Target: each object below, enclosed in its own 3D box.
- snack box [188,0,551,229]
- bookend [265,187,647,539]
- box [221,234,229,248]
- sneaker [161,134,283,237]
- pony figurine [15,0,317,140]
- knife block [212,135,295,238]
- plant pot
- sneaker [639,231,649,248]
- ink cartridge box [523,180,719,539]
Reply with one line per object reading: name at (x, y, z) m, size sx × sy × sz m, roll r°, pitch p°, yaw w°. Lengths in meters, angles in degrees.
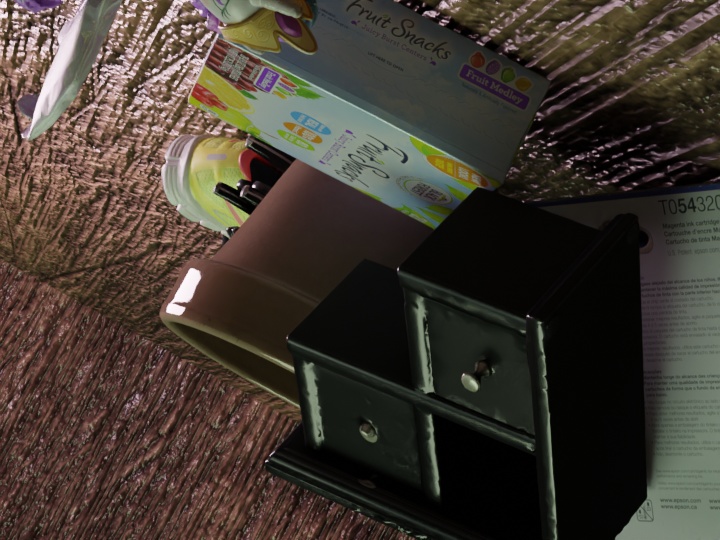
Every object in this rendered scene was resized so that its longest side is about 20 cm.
snack box at (-0.001, -0.097, 1.397) m, size 0.168 × 0.068 × 0.200 m, roll 27°, pitch 172°, yaw -6°
bookend at (0.043, 0.043, 1.349) m, size 0.198 × 0.092 × 0.201 m, roll 22°, pitch 138°, yaw 29°
box at (-0.017, 0.033, 2.046) m, size 0.199 × 0.050 × 0.199 m, roll 26°, pitch 149°, yaw 10°
sneaker at (-0.047, -0.040, 1.850) m, size 0.090 × 0.079 × 0.199 m, roll -6°, pitch 157°, yaw 45°
pony figurine at (-0.116, -0.161, 1.209) m, size 0.200 × 0.167 × 0.193 m, roll 46°, pitch 159°, yaw -12°
knife block at (0.004, -0.046, 1.746) m, size 0.199 × 0.177 × 0.064 m, roll -18°, pitch -166°, yaw -24°
plant pot at (0.000, 0.000, 1.594) m, size 0.199 × 0.175 × 0.200 m, roll 27°, pitch 170°, yaw 5°
sneaker at (0.201, 0.062, 1.425) m, size 0.199 × 0.147 × 0.081 m, roll 27°, pitch 171°, yaw 1°
ink cartridge box at (0.161, 0.053, 1.394) m, size 0.043 × 0.202 × 0.196 m, roll -14°, pitch -173°, yaw -43°
